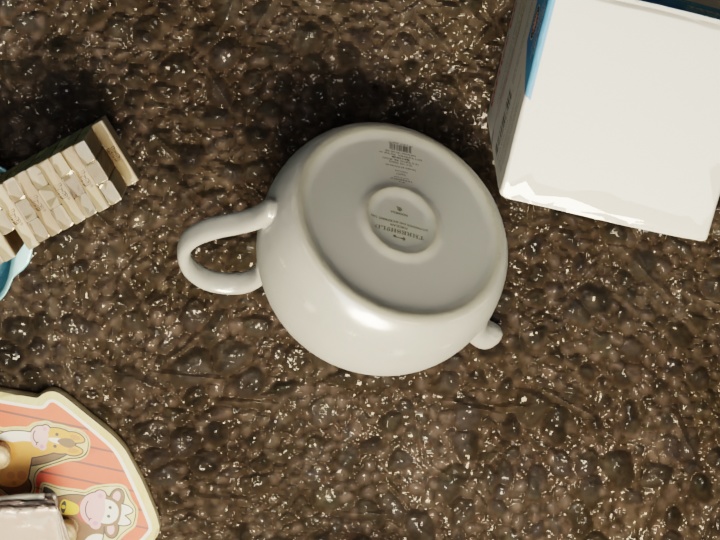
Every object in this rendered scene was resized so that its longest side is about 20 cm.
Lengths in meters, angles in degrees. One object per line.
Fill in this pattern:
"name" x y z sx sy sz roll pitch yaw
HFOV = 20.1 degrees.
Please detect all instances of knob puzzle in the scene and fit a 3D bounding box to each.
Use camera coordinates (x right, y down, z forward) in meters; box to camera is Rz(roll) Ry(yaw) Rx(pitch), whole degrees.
"knob puzzle" -0.257 0.189 1.611 0.217 0.030 0.222 1 108 2

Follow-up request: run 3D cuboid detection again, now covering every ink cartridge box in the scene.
"ink cartridge box" 0.175 -0.132 1.399 0.144 0.200 0.148 12 109 -4

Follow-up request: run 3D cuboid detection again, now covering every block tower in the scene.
"block tower" -0.261 -0.039 1.483 0.199 0.058 0.054 -29 105 9

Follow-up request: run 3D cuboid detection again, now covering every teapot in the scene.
"teapot" 0.000 0.000 1.478 0.200 0.197 0.146 49 143 8

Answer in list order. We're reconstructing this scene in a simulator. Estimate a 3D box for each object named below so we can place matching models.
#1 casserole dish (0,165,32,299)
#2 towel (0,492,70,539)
"casserole dish" -0.342 -0.042 1.534 0.198 0.039 0.122 11 109 0
"towel" -0.318 0.256 1.611 0.198 0.032 0.193 -4 125 3
